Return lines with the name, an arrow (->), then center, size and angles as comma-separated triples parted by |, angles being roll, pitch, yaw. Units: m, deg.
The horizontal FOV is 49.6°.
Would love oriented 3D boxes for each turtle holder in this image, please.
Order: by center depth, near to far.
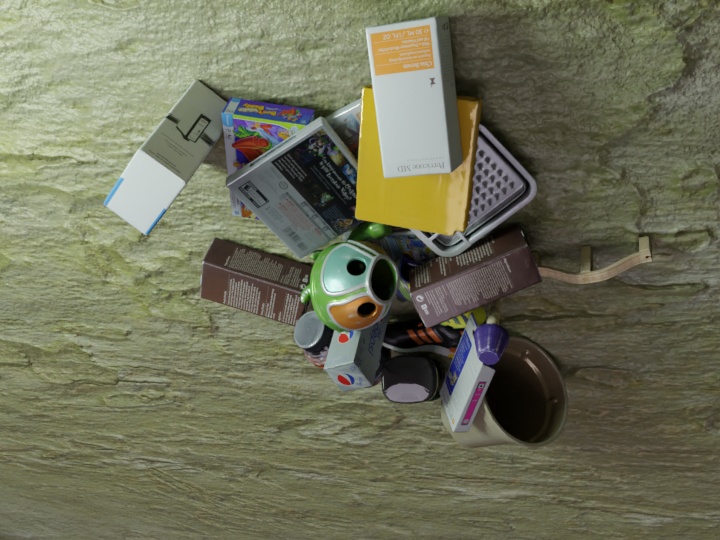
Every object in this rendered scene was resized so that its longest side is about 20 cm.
turtle holder -> 0.004, 0.011, 1.276 | 0.131, 0.186, 0.142 | -12, 116, 46

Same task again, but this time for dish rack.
dish rack -> 0.151, -0.128, 1.196 | 0.171, 0.044, 0.199 | 41, 121, -21

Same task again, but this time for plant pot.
plant pot -> 0.252, 0.248, 1.461 | 0.199, 0.202, 0.183 | 31, 146, -14

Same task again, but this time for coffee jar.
coffee jar -> 0.099, 0.204, 1.450 | 0.103, 0.086, 0.200 | -3, 171, 12

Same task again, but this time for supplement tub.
supplement tub -> -0.035, 0.142, 1.447 | 0.106, 0.108, 0.200 | -18, 146, 30

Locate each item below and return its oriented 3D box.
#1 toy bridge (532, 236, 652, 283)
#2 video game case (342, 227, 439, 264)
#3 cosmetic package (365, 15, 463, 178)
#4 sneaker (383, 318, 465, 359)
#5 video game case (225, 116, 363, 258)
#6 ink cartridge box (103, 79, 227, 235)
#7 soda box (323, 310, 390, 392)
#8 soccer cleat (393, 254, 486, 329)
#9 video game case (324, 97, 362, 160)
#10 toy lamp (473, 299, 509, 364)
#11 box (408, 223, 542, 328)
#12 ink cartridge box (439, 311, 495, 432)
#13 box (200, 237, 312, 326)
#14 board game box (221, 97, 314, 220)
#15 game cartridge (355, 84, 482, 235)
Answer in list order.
toy bridge -> 0.361, -0.010, 1.245 | 0.198, 0.068, 0.027 | -9, 131, 24
video game case -> 0.081, -0.016, 1.362 | 0.198, 0.018, 0.144 | -3, 131, 21
cosmetic package -> 0.075, -0.234, 1.057 | 0.100, 0.071, 0.202 | -3, 107, 21
sneaker -> 0.125, 0.104, 1.438 | 0.198, 0.070, 0.091 | 9, 120, 9
video game case -> -0.078, -0.122, 1.212 | 0.181, 0.023, 0.200 | -29, 132, 16
ink cartridge box -> -0.288, -0.175, 1.193 | 0.084, 0.201, 0.146 | 35, 133, -15
soda box -> -0.002, 0.109, 1.351 | 0.063, 0.201, 0.068 | -17, 128, 29
soccer cleat -> 0.134, 0.038, 1.339 | 0.199, 0.065, 0.084 | 25, 133, -7
video game case -> -0.022, -0.163, 1.248 | 0.199, 0.023, 0.183 | -20, 124, 33
toy lamp -> 0.218, 0.066, 1.267 | 0.058, 0.201, 0.059 | 8, 136, 8
box -> 0.180, 0.007, 1.247 | 0.198, 0.100, 0.075 | -25, 110, 13
ink cartridge box -> 0.188, 0.178, 1.347 | 0.037, 0.095, 0.201 | 2, 128, -15
box -> -0.189, 0.023, 1.435 | 0.198, 0.075, 0.101 | 16, 136, -1
board game box -> -0.141, -0.167, 1.232 | 0.133, 0.045, 0.201 | 9, 135, 7
game cartridge -> 0.081, -0.160, 1.141 | 0.174, 0.032, 0.202 | 12, 115, 17
